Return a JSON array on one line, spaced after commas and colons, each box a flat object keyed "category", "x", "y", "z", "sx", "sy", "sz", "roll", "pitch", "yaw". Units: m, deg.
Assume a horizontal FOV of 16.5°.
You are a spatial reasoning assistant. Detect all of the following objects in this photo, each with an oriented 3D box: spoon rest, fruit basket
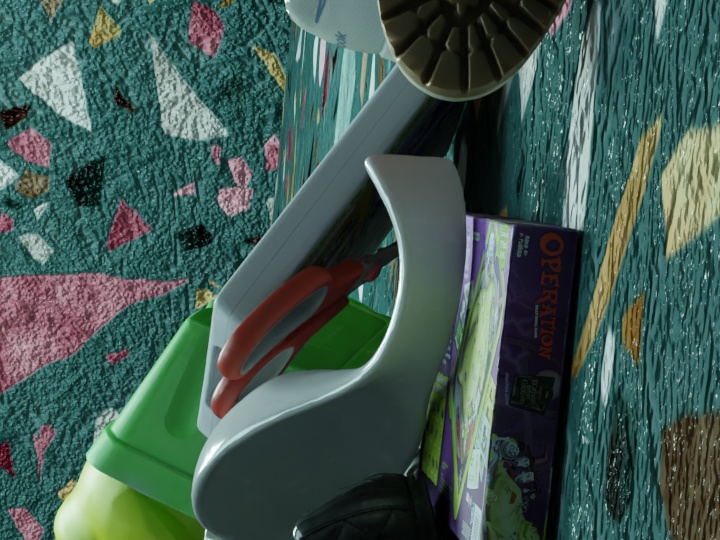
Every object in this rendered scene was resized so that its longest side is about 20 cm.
[{"category": "spoon rest", "x": -0.006, "y": 0.047, "z": 1.013, "sx": 0.061, "sy": 0.099, "sz": 0.201, "roll": 62, "pitch": 141, "yaw": 40}, {"category": "fruit basket", "x": -0.076, "y": 0.111, "z": 1.363, "sx": 0.216, "sy": 0.155, "sz": 0.217, "roll": 90, "pitch": -154, "yaw": -72}]

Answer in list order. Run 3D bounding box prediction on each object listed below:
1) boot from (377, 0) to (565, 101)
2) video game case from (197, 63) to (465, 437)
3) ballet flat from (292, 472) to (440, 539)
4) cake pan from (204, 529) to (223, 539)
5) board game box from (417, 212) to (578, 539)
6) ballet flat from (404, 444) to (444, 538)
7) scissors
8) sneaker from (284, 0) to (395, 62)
[{"category": "boot", "x": 0.048, "y": -0.133, "z": 0.939, "sx": 0.107, "sy": 0.074, "sz": 0.201, "roll": 97, "pitch": -176, "yaw": -60}, {"category": "video game case", "x": -0.008, "y": -0.025, "z": 1.149, "sx": 0.200, "sy": 0.022, "sz": 0.182, "roll": -53, "pitch": -7, "yaw": -20}, {"category": "ballet flat", "x": 0.012, "y": 0.155, "z": 1.020, "sx": 0.067, "sy": 0.056, "sz": 0.201, "roll": -101, "pitch": 1, "yaw": -48}, {"category": "cake pan", "x": -0.024, "y": 0.150, "z": 1.182, "sx": 0.200, "sy": 0.036, "sz": 0.202, "roll": -3, "pitch": -90, "yaw": -69}, {"category": "board game box", "x": 0.050, "y": 0.039, "z": 0.960, "sx": 0.200, "sy": 0.032, "sz": 0.121, "roll": -145, "pitch": 56, "yaw": -84}, {"category": "ballet flat", "x": 0.008, "y": 0.142, "z": 1.124, "sx": 0.072, "sy": 0.071, "sz": 0.202, "roll": -177, "pitch": 92, "yaw": -85}, {"category": "scissors", "x": 0.000, "y": 0.000, "z": 1.089, "sx": 0.200, "sy": 0.014, "sz": 0.073, "roll": -39, "pitch": -20, "yaw": -38}, {"category": "sneaker", "x": 0.016, "y": -0.198, "z": 1.182, "sx": 0.075, "sy": 0.086, "sz": 0.201, "roll": 47, "pitch": -125, "yaw": -86}]
